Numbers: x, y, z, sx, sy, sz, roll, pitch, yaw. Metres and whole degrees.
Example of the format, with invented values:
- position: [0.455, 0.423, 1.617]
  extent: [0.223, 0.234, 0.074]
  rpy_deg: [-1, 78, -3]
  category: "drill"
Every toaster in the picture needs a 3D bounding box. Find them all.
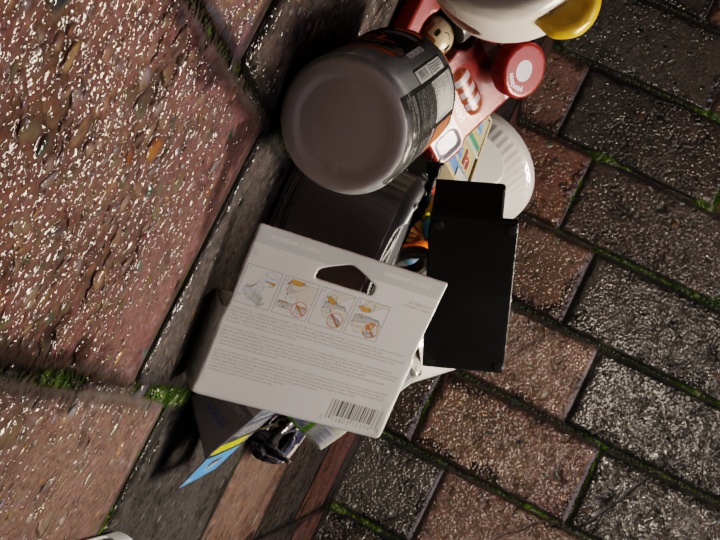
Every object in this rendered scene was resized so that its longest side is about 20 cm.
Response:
- position: [-0.015, -0.045, 1.119]
  extent: [0.201, 0.128, 0.114]
  rpy_deg: [-65, 172, 11]
  category: "toaster"

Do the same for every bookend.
- position: [0.124, -0.029, 1.239]
  extent: [0.201, 0.091, 0.200]
  rpy_deg: [-78, 170, -53]
  category: "bookend"

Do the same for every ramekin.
- position: [0.157, -0.143, 1.706]
  extent: [0.094, 0.202, 0.203]
  rpy_deg: [-41, 158, -41]
  category: "ramekin"

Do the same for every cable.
- position: [0.000, 0.000, 1.307]
  extent: [0.098, 0.199, 0.050]
  rpy_deg: [-57, -140, 23]
  category: "cable"

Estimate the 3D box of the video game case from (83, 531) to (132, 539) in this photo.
- position: [-0.276, 0.328, 0.972]
  extent: [0.201, 0.022, 0.182]
  rpy_deg: [-64, 171, -6]
  category: "video game case"

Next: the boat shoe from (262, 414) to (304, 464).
- position: [-0.080, 0.180, 1.549]
  extent: [0.201, 0.074, 0.093]
  rpy_deg: [-63, 179, -5]
  category: "boat shoe"

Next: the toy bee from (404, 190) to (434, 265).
- position: [0.076, -0.057, 1.430]
  extent: [0.130, 0.110, 0.200]
  rpy_deg: [-29, 153, 21]
  category: "toy bee"

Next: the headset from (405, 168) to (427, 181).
- position: [0.033, -0.113, 1.332]
  extent: [0.124, 0.093, 0.200]
  rpy_deg: [-64, -177, -4]
  category: "headset"

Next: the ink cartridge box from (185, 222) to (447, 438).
- position: [-0.041, 0.054, 1.048]
  extent: [0.175, 0.198, 0.044]
  rpy_deg: [-67, -157, 15]
  category: "ink cartridge box"

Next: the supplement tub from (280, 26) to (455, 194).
- position: [0.016, -0.152, 1.019]
  extent: [0.123, 0.122, 0.200]
  rpy_deg: [-68, 171, 25]
  category: "supplement tub"

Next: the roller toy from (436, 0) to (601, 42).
- position: [0.145, -0.323, 1.099]
  extent: [0.140, 0.180, 0.202]
  rpy_deg: [3, 87, -80]
  category: "roller toy"

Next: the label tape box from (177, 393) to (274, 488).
- position: [-0.116, 0.130, 1.173]
  extent: [0.200, 0.063, 0.144]
  rpy_deg: [-41, 173, 5]
  category: "label tape box"

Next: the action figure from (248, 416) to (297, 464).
- position: [-0.067, 0.163, 1.460]
  extent: [0.201, 0.102, 0.119]
  rpy_deg: [-56, -174, -26]
  category: "action figure"

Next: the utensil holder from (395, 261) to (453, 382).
- position: [0.060, 0.070, 1.526]
  extent: [0.198, 0.171, 0.171]
  rpy_deg: [-14, 145, -24]
  category: "utensil holder"

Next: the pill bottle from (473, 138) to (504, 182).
- position: [0.115, -0.108, 1.610]
  extent: [0.200, 0.116, 0.117]
  rpy_deg: [-47, -173, 48]
  category: "pill bottle"

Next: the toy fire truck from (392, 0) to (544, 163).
- position: [0.102, -0.238, 1.263]
  extent: [0.168, 0.112, 0.201]
  rpy_deg: [-45, 133, -13]
  category: "toy fire truck"

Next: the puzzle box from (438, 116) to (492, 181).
- position: [0.106, -0.200, 1.391]
  extent: [0.200, 0.025, 0.134]
  rpy_deg: [53, 48, -48]
  category: "puzzle box"

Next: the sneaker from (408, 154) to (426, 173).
- position: [0.057, -0.098, 1.533]
  extent: [0.203, 0.077, 0.146]
  rpy_deg: [-54, 159, -6]
  category: "sneaker"

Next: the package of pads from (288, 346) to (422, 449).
- position: [-0.003, 0.104, 1.300]
  extent: [0.154, 0.068, 0.200]
  rpy_deg: [-38, -165, 13]
  category: "package of pads"
